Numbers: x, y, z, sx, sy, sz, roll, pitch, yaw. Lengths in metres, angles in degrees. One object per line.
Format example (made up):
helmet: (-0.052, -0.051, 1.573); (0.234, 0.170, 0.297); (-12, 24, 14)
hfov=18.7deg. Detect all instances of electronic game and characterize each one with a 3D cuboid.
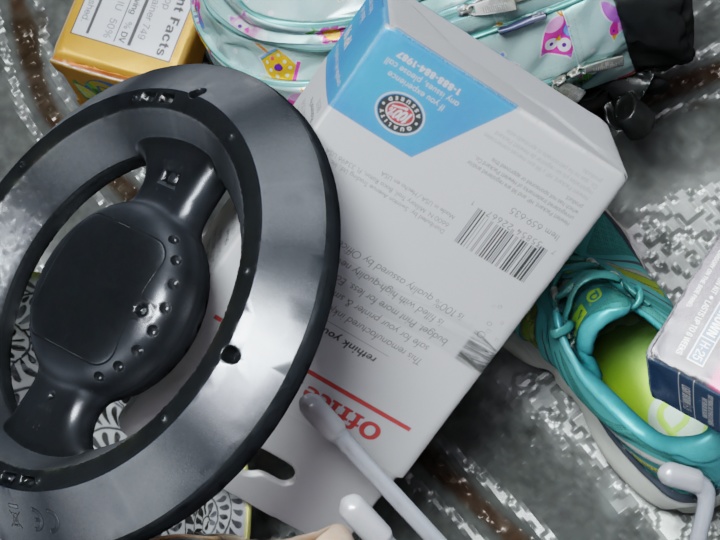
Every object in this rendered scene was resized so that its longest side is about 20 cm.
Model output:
electronic game: (-0.091, 0.012, 0.833); (0.200, 0.042, 0.200); (-18, 57, 30)

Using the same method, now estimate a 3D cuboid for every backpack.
backpack: (0.027, -0.127, 0.945); (0.200, 0.127, 0.167); (-18, 47, -1)

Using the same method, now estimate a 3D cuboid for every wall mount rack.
wall mount rack: (0.064, 0.107, 0.811); (0.174, 0.200, 0.075); (8, 102, -11)

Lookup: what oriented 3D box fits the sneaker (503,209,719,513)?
sneaker: (0.098, 0.013, 0.928); (0.078, 0.080, 0.200); (-41, 68, -5)

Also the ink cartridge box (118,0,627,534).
ink cartridge box: (0.000, 0.000, 0.879); (0.116, 0.067, 0.200); (31, 109, -15)

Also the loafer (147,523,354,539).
loafer: (-0.054, 0.116, 0.787); (0.200, 0.063, 0.072); (-7, 27, 48)

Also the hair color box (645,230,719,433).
hair color box: (0.215, 0.044, 0.798); (0.200, 0.061, 0.100); (28, 79, 17)

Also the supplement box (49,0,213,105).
supplement box: (-0.076, -0.167, 1.030); (0.069, 0.067, 0.200); (19, 77, 13)

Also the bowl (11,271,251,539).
bowl: (-0.148, 0.108, 0.924); (0.201, 0.094, 0.201); (1, 76, -6)
